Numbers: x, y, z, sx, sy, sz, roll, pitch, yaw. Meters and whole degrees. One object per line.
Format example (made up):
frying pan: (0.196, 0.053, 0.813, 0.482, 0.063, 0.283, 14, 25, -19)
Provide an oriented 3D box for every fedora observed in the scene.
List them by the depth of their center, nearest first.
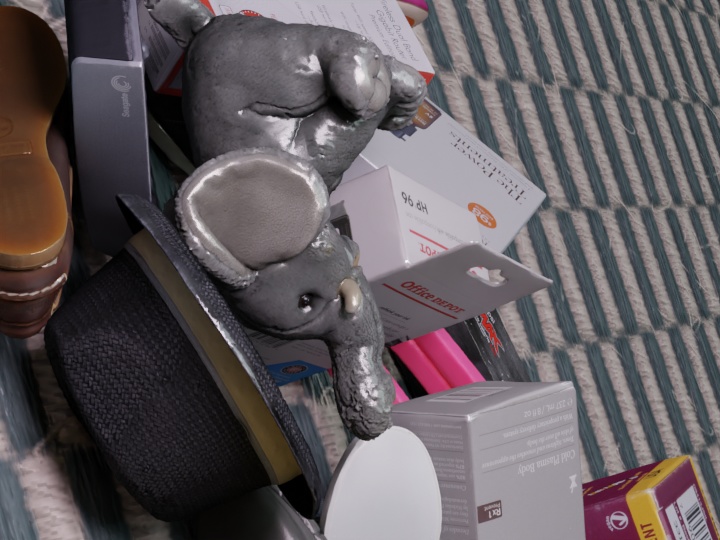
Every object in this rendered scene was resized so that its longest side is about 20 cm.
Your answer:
fedora: (-0.102, 0.062, 1.107, 0.201, 0.092, 0.201, 55, -9, 14)

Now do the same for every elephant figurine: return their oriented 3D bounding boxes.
elephant figurine: (-0.048, -0.030, 1.155, 0.141, 0.155, 0.200, 32, 73, -58)

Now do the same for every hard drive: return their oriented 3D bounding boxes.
hard drive: (-0.136, -0.100, 1.152, 0.200, 0.042, 0.135, 96, -13, -60)

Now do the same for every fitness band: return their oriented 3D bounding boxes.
fitness band: (0.038, 0.079, 1.405, 0.200, 0.037, 0.144, 51, 19, 19)

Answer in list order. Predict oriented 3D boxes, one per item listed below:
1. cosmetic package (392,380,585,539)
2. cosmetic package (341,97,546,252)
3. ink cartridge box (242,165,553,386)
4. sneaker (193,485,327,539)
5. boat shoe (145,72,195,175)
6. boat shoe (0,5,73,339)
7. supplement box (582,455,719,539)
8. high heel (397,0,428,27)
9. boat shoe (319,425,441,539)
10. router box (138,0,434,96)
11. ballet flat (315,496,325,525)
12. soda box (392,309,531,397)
cosmetic package: (0.075, 0.172, 1.278, 0.107, 0.090, 0.200, -14, 98, -46)
cosmetic package: (0.021, -0.076, 1.456, 0.200, 0.052, 0.151, 39, 29, 2)
ink cartridge box: (0.000, 0.000, 1.273, 0.116, 0.200, 0.068, 24, 50, -58)
sneaker: (-0.055, 0.205, 1.162, 0.091, 0.076, 0.200, 0, 67, -53)
boat shoe: (-0.063, -0.068, 1.343, 0.200, 0.068, 0.072, 48, 26, -30)
boat shoe: (-0.185, -0.053, 1.104, 0.070, 0.070, 0.200, 96, -11, -46)
supplement box: (0.134, 0.214, 1.382, 0.103, 0.200, 0.131, -21, 90, -65)
high heel: (-0.041, -0.210, 1.448, 0.200, 0.067, 0.096, 3, 61, -41)
boat shoe: (-0.002, 0.187, 1.230, 0.071, 0.064, 0.200, 6, 91, -20)
router box: (-0.071, -0.184, 1.310, 0.179, 0.049, 0.200, 4, 46, -37)
ballet flat: (0.009, 0.163, 1.325, 0.074, 0.074, 0.200, 66, 25, -7)
soda box: (0.063, 0.046, 1.532, 0.200, 0.063, 0.071, 64, 24, -13)
